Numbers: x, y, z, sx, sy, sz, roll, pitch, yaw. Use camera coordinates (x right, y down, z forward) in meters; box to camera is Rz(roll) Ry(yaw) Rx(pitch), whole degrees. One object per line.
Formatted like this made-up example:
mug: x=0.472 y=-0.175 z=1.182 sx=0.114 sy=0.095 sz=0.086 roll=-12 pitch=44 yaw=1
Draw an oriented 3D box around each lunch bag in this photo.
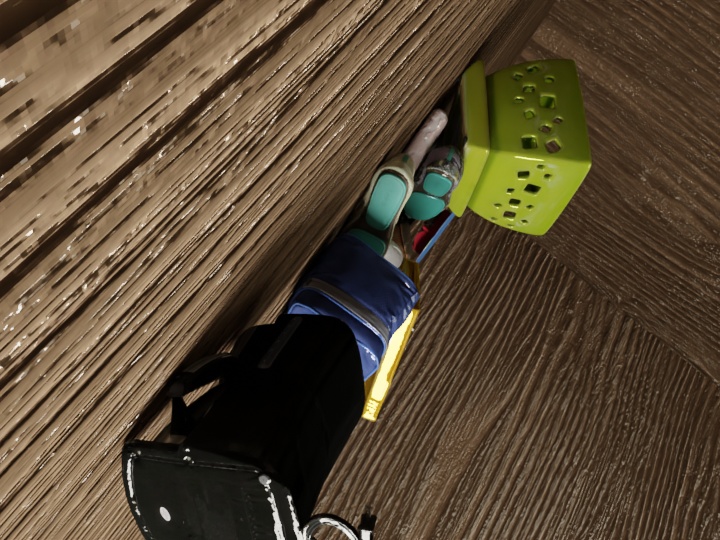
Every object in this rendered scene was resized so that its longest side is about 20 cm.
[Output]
lunch bag: x=-0.030 y=0.071 z=0.785 sx=0.133 sy=0.134 sz=0.201 roll=-53 pitch=178 yaw=-31

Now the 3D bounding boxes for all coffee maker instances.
coffee maker: x=-0.060 y=0.138 z=0.509 sx=0.200 sy=0.188 sz=0.138 roll=-52 pitch=162 yaw=-60

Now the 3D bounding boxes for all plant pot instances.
plant pot: x=0.228 y=-0.195 z=0.961 sx=0.201 sy=0.175 sz=0.204 roll=104 pitch=-10 yaw=-62

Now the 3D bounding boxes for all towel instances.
towel: x=0.065 y=-0.144 z=0.957 sx=0.202 sy=0.032 sz=0.191 roll=-56 pitch=177 yaw=4

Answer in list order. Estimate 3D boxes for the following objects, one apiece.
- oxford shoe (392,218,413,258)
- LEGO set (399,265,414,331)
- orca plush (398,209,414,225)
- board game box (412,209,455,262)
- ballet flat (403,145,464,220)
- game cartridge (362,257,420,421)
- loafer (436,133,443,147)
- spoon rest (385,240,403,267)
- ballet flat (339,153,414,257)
oxford shoe: x=0.055 y=-0.052 z=1.100 sx=0.069 sy=0.074 sz=0.200 roll=-11 pitch=177 yaw=3
LEGO set: x=0.017 y=0.080 z=1.145 sx=0.196 sy=0.118 sz=0.154 roll=-25 pitch=-168 yaw=2
orca plush: x=0.110 y=-0.120 z=1.174 sx=0.203 sy=0.069 sz=0.107 roll=99 pitch=9 yaw=-46
board game box: x=0.128 y=-0.076 z=1.146 sx=0.159 sy=0.039 sz=0.200 roll=-52 pitch=174 yaw=-4
ballet flat: x=0.114 y=-0.135 z=0.937 sx=0.073 sy=0.071 sz=0.200 roll=-52 pitch=179 yaw=-14
game cartridge: x=0.046 y=0.105 z=0.947 sx=0.177 sy=0.032 sz=0.205 roll=-79 pitch=-175 yaw=-67
loafer: x=0.144 y=-0.186 z=1.085 sx=0.075 sy=0.069 sz=0.203 roll=-31 pitch=-152 yaw=48
spoon rest: x=0.000 y=0.000 z=1.006 sx=0.200 sy=0.097 sz=0.062 roll=133 pitch=-35 yaw=-57
ballet flat: x=0.021 y=-0.066 z=0.802 sx=0.201 sy=0.066 sz=0.063 roll=-56 pitch=-174 yaw=41
